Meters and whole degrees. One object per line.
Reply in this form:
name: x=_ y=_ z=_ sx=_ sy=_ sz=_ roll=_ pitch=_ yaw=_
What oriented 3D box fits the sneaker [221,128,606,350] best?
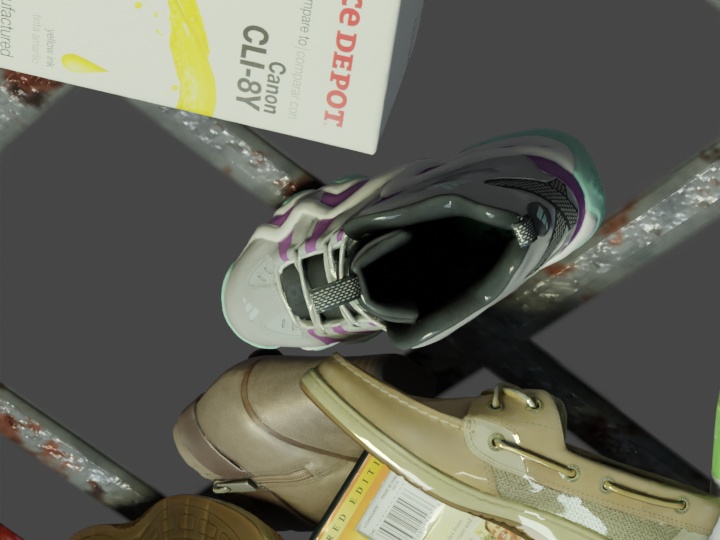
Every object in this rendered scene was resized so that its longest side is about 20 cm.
sneaker: x=0.000 y=0.000 z=1.257 sx=0.200 sy=0.140 sz=0.078 roll=-24 pitch=96 yaw=29

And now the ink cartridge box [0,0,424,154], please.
ink cartridge box: x=-0.071 y=-0.144 z=1.178 sx=0.200 sy=0.083 sz=0.145 roll=13 pitch=137 yaw=3

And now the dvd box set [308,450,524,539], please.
dvd box set: x=0.059 y=0.182 z=1.356 sx=0.200 sy=0.029 sz=0.146 roll=30 pitch=99 yaw=-3

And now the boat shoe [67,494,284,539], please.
boat shoe: x=-0.086 y=0.157 z=1.484 sx=0.064 sy=0.071 sz=0.200 roll=14 pitch=167 yaw=-32

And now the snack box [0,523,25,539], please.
snack box: x=-0.192 y=0.241 z=1.547 sx=0.200 sy=0.169 sz=0.068 roll=38 pitch=134 yaw=-21

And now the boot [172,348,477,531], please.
boot: x=0.009 y=0.106 z=1.432 sx=0.146 sy=0.070 sz=0.200 roll=-21 pitch=125 yaw=41

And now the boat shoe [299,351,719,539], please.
boat shoe: x=0.068 y=0.082 z=1.292 sx=0.200 sy=0.072 sz=0.065 roll=29 pitch=93 yaw=-5

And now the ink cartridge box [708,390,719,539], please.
ink cartridge box: x=0.240 y=0.115 z=1.350 sx=0.145 sy=0.084 sz=0.200 roll=8 pitch=136 yaw=10
